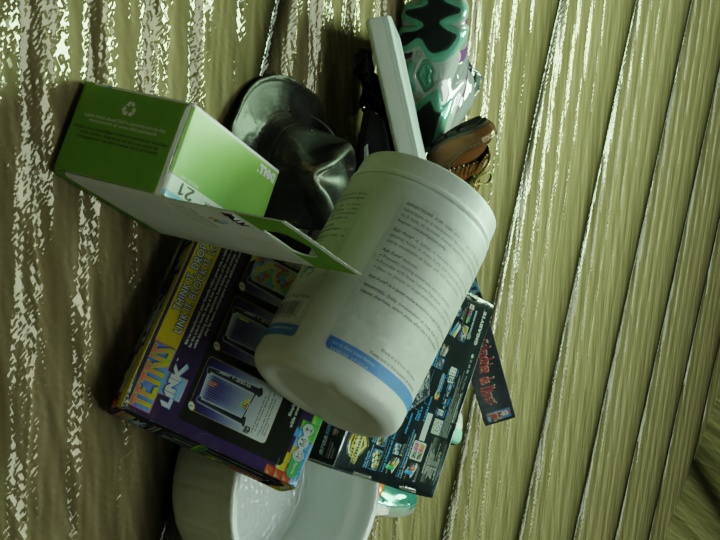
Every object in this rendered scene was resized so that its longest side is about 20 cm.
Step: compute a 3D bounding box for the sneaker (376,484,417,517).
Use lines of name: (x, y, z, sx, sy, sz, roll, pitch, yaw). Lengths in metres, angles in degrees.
sneaker: (-0.009, 0.212, 1.384, 0.200, 0.071, 0.080, 19, 84, -41)

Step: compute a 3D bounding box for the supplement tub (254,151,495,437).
supplement tub: (0.013, 0.020, 1.052, 0.200, 0.132, 0.132, -61, 150, -20)

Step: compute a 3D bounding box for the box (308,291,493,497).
box: (0.039, 0.100, 1.212, 0.159, 0.046, 0.201, 25, 81, -48)

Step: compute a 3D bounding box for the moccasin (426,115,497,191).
moccasin: (0.104, -0.102, 1.424, 0.073, 0.078, 0.201, -28, 167, -30)

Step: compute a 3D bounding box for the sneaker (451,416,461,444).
sneaker: (0.051, 0.109, 1.393, 0.200, 0.077, 0.141, 23, 70, -63)

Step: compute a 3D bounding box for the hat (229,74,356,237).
hat: (-0.051, -0.082, 1.205, 0.201, 0.081, 0.201, -39, 135, -52)

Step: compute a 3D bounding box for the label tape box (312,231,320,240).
label tape box: (0.000, 0.000, 1.370, 0.200, 0.066, 0.144, -58, 148, -37)

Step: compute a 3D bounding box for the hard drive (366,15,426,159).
hard drive: (0.045, -0.142, 1.299, 0.132, 0.027, 0.201, 10, 67, -84)

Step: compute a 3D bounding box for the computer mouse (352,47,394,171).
computer mouse: (0.015, -0.109, 1.301, 0.140, 0.046, 0.201, 52, 26, -76)

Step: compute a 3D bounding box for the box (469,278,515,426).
box: (0.123, 0.058, 1.447, 0.137, 0.038, 0.200, -102, 175, -46)

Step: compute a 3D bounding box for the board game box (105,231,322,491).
board game box: (-0.096, 0.061, 1.098, 0.057, 0.165, 0.201, -24, -140, 65)

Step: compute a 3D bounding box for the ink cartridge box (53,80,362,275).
ink cartridge box: (-0.101, -0.065, 0.972, 0.148, 0.199, 0.076, 36, 69, -63)

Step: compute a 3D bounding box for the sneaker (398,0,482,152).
sneaker: (0.097, -0.240, 1.456, 0.140, 0.077, 0.201, -32, 139, -58)

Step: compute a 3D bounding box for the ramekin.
ramekin: (-0.080, 0.199, 1.208, 0.200, 0.097, 0.202, -7, 99, -48)
